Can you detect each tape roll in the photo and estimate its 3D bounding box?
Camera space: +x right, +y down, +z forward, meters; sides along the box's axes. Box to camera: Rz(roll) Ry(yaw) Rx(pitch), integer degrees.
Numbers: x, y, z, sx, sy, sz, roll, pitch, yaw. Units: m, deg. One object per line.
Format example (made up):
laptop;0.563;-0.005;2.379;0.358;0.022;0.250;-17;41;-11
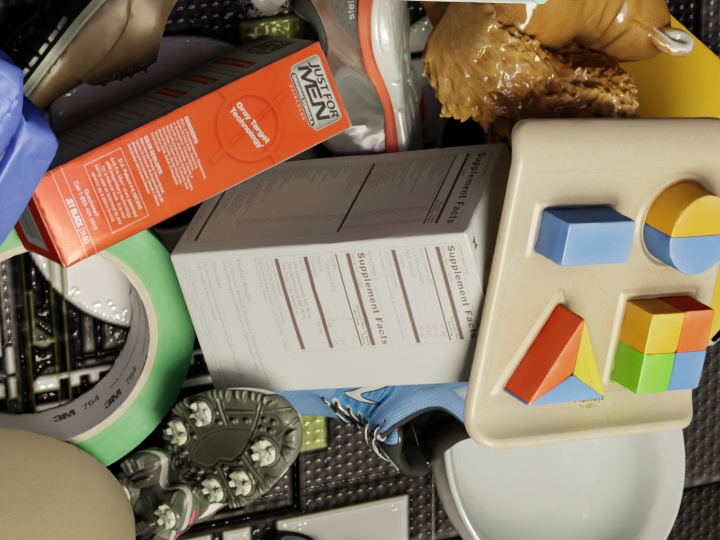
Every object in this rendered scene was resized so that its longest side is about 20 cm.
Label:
tape roll;-0.208;0.041;1.510;0.199;0.048;0.202;-9;116;-19

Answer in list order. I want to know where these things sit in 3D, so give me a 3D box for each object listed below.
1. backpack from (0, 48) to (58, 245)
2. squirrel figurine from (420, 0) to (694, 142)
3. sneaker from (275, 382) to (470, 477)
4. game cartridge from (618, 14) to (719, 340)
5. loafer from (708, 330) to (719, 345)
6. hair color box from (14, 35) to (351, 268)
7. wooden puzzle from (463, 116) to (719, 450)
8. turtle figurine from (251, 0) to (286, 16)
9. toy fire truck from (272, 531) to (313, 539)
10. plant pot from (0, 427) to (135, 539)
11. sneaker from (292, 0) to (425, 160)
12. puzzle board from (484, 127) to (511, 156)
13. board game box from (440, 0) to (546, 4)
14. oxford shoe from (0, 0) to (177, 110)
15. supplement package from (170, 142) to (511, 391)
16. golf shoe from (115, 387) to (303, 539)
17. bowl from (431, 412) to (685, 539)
backpack;-0.280;-0.092;1.334;0.167;0.200;0.163;33;96;-40
squirrel figurine;0.125;-0.158;1.492;0.186;0.141;0.202;26;66;-48
sneaker;0.014;0.087;1.547;0.078;0.199;0.090;36;59;-47
game cartridge;0.200;-0.048;1.561;0.176;0.032;0.200;44;74;7
loafer;0.257;0.003;1.629;0.200;0.068;0.076;-44;127;-36
hair color box;-0.116;-0.075;1.424;0.199;0.101;0.062;-28;107;-17
wooden puzzle;0.158;0.009;1.430;0.184;0.046;0.202;-3;107;-35
turtle figurine;-0.017;-0.257;1.416;0.193;0.144;0.201;-32;106;15
toy fire truck;0.014;0.294;1.627;0.175;0.200;0.130;13;108;-27
plant pot;-0.238;0.219;1.495;0.198;0.135;0.201;-6;130;-7
sneaker;-0.005;-0.107;1.526;0.081;0.077;0.201;1;124;12
puzzle board;0.147;-0.011;1.600;0.150;0.017;0.202;4;89;-28
board game box;0.020;-0.251;1.328;0.198;0.026;0.202;1;110;-3
oxford shoe;-0.166;-0.136;1.433;0.200;0.073;0.084;-46;123;3
supplement package;0.000;0.000;1.482;0.198;0.114;0.110;-3;122;22
golf shoe;-0.088;0.115;1.531;0.088;0.200;0.078;-26;86;-40
bowl;0.123;0.130;1.640;0.200;0.090;0.203;5;78;-27
